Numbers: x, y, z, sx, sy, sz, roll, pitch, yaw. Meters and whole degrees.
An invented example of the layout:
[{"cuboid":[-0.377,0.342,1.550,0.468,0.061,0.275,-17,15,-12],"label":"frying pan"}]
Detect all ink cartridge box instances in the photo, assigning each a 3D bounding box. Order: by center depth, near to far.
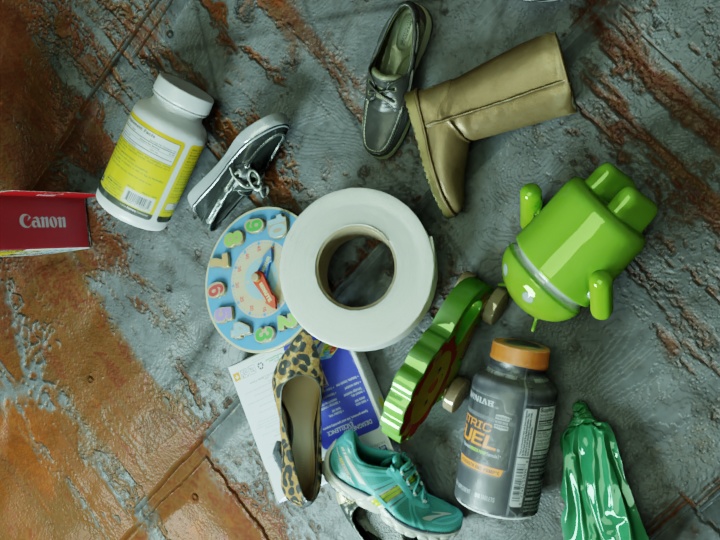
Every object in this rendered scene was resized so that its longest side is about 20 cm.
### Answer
[{"cuboid":[-0.064,0.187,1.270,0.196,0.047,0.203,-25,84,22],"label":"ink cartridge box"},{"cuboid":[-0.498,-0.067,1.367,0.173,0.199,0.085,-6,91,25],"label":"ink cartridge box"}]

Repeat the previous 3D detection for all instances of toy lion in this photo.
[{"cuboid":[0.092,0.105,1.113,0.068,0.191,0.202,27,102,20],"label":"toy lion"}]

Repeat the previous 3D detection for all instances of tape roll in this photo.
[{"cuboid":[0.000,0.000,1.186,0.199,0.071,0.206,-1,82,8],"label":"tape roll"}]

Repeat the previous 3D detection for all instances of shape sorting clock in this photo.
[{"cuboid":[-0.136,0.012,1.281,0.197,0.039,0.204,-5,78,25],"label":"shape sorting clock"}]

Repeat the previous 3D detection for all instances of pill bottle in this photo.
[{"cuboid":[0.179,0.186,1.125,0.105,0.106,0.204,11,96,23],"label":"pill bottle"},{"cuboid":[-0.286,-0.169,1.316,0.112,0.112,0.202,33,104,19],"label":"pill bottle"}]

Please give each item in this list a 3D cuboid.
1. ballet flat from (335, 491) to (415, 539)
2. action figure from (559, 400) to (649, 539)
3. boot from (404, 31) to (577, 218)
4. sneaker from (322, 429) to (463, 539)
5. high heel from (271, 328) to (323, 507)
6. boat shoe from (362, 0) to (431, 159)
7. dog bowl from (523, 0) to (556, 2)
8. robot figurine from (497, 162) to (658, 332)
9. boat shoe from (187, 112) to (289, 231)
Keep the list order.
[{"cuboid":[0.033,0.354,1.223,0.066,0.057,0.201,-43,75,19],"label":"ballet flat"},{"cuboid":[0.281,0.256,1.109,0.117,0.054,0.203,-14,80,26],"label":"action figure"},{"cuboid":[0.167,-0.173,1.137,0.197,0.066,0.178,-16,100,17],"label":"boot"},{"cuboid":[0.046,0.274,1.180,0.198,0.078,0.080,29,107,-2],"label":"sneaker"},{"cuboid":[-0.067,0.188,1.172,0.070,0.143,0.203,3,107,-20],"label":"high heel"},{"cuboid":[0.036,-0.245,1.192,0.071,0.066,0.204,20,100,22],"label":"boat shoe"},{"cuboid":[0.222,-0.412,1.098,0.197,0.074,0.204,1,92,24],"label":"dog bowl"},{"cuboid":[0.246,-0.025,1.079,0.200,0.115,0.176,-48,51,20],"label":"robot figurine"},{"cuboid":[-0.159,-0.131,1.280,0.199,0.073,0.069,-40,72,21],"label":"boat shoe"}]
